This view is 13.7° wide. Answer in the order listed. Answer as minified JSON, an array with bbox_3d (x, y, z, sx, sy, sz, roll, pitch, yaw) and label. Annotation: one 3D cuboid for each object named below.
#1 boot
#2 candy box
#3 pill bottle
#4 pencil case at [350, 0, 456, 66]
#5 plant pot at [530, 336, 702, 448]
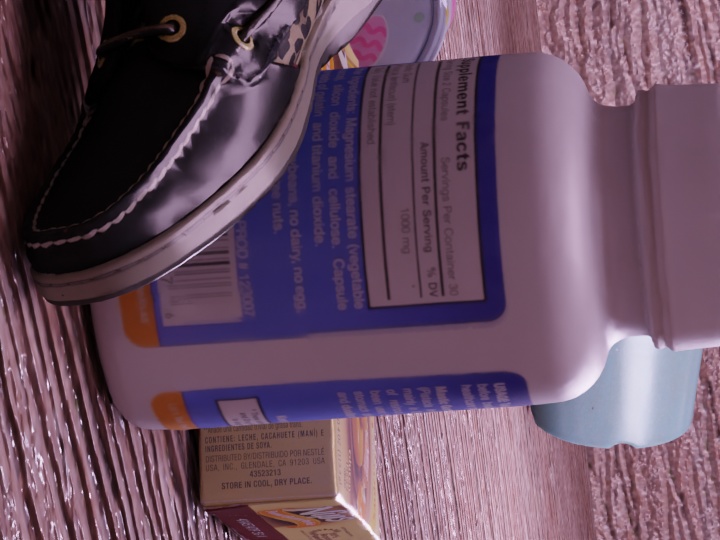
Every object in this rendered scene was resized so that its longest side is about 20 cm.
[{"bbox_3d":[-0.068,-0.104,0.862,0.154,0.073,0.204,59,43,-28],"label":"boot"},{"bbox_3d":[-0.029,-0.001,1.134,0.115,0.055,0.201,61,25,-75],"label":"candy box"},{"bbox_3d":[0.019,-0.011,0.948,0.112,0.199,0.113,-4,90,-83],"label":"pill bottle"},{"bbox_3d":[0.006,-0.143,1.395,0.091,0.083,0.200,63,13,-15],"label":"pencil case"},{"bbox_3d":[0.230,0.044,2.691,0.200,0.199,0.197,-73,165,-71],"label":"plant pot"}]
